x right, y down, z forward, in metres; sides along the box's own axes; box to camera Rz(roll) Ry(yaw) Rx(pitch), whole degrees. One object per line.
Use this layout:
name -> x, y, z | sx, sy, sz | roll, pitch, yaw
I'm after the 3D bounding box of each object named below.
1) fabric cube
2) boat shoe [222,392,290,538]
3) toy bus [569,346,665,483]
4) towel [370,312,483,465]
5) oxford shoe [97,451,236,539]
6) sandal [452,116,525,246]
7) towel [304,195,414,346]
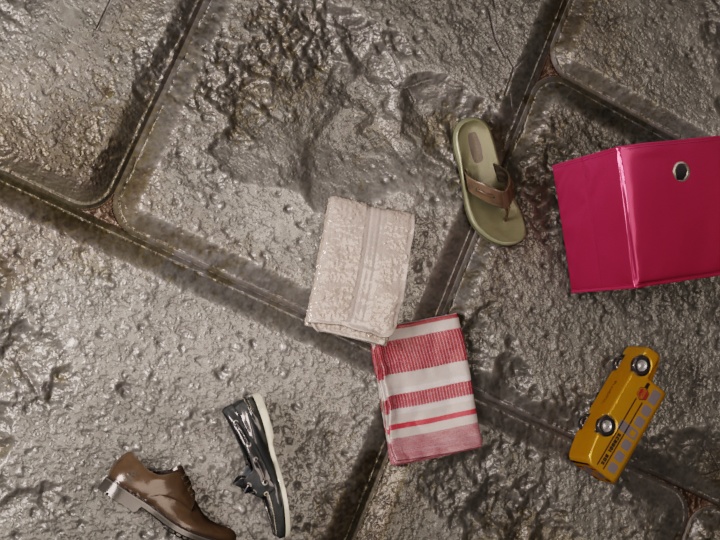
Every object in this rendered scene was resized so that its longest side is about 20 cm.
fabric cube -> 0.422, -0.080, 1.787 | 0.196, 0.200, 0.200 | -7, 89, -19
boat shoe -> -0.143, 0.270, 1.653 | 0.066, 0.074, 0.200 | -12, 90, -16
toy bus -> 0.391, 0.212, 1.828 | 0.078, 0.065, 0.200 | 36, 77, -12
towel -> 0.096, 0.171, 1.762 | 0.144, 0.023, 0.200 | -10, 89, -19
oxford shoe -> -0.241, 0.307, 1.621 | 0.200, 0.073, 0.085 | 34, 75, -13
sandal -> 0.187, -0.129, 1.791 | 0.080, 0.057, 0.201 | -21, 93, -17
towel -> 0.000, 0.000, 1.726 | 0.132, 0.034, 0.200 | 12, 78, -13
